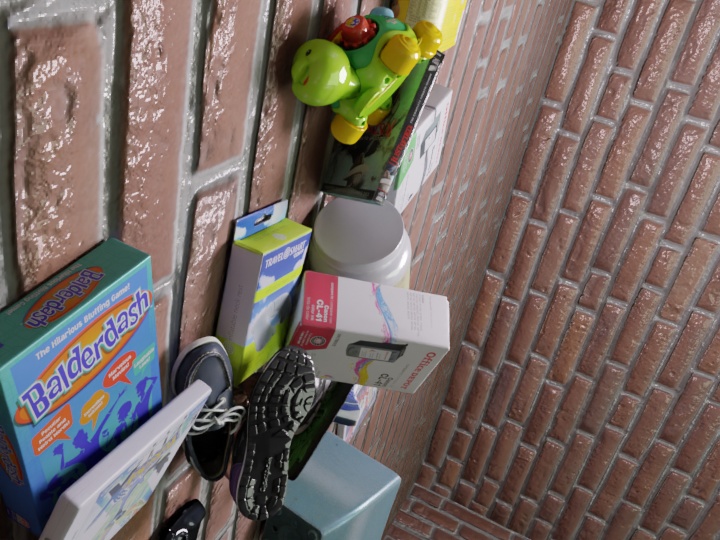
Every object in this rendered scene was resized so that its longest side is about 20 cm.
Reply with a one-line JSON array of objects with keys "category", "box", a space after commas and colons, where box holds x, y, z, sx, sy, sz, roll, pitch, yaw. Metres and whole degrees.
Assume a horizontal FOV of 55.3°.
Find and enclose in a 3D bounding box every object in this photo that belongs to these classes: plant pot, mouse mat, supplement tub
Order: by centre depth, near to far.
[{"category": "supplement tub", "box": [0.000, 0.000, 0.994, 0.145, 0.144, 0.200, -58, 162, -30]}, {"category": "mouse mat", "box": [-0.079, 0.248, 1.129, 0.200, 0.008, 0.161, -58, -164, -22]}, {"category": "plant pot", "box": [-0.075, 0.456, 1.286, 0.200, 0.196, 0.197, -20, 131, -56]}]

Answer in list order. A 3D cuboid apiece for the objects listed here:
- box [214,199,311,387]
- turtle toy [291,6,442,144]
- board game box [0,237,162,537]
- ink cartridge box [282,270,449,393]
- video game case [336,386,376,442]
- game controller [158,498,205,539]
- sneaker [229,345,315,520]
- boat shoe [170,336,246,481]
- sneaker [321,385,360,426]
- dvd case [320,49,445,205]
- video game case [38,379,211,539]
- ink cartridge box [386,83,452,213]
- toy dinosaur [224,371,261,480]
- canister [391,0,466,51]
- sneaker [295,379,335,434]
[{"category": "box", "box": [-0.119, 0.025, 0.824, 0.122, 0.047, 0.201, -37, 146, -61]}, {"category": "turtle toy", "box": [-0.003, -0.225, 0.766, 0.146, 0.101, 0.200, -47, 180, 38]}, {"category": "board game box", "box": [-0.229, 0.096, 0.558, 0.152, 0.045, 0.201, -50, 155, -47]}, {"category": "ink cartridge box", "box": [0.002, 0.086, 0.918, 0.148, 0.199, 0.086, 117, -19, -52]}, {"category": "video game case", "box": [-0.002, 0.298, 1.593, 0.182, 0.023, 0.201, -52, 158, -44]}, {"category": "game controller", "box": [-0.254, 0.403, 0.910, 0.104, 0.042, 0.201, -64, 172, -74]}, {"category": "sneaker", "box": [-0.118, 0.182, 0.817, 0.087, 0.075, 0.201, 9, -99, 62]}, {"category": "boat shoe", "box": [-0.172, 0.161, 0.772, 0.075, 0.062, 0.201, -12, 133, -32]}, {"category": "sneaker", "box": [-0.041, 0.216, 1.247, 0.199, 0.080, 0.116, 131, -24, -76]}, {"category": "dvd case", "box": [0.024, -0.184, 0.882, 0.022, 0.146, 0.201, 22, 90, -31]}, {"category": "video game case", "box": [-0.229, 0.211, 0.636, 0.183, 0.022, 0.200, -57, 175, 25]}, {"category": "ink cartridge box", "box": [0.061, -0.189, 1.056, 0.200, 0.084, 0.146, -53, 159, -43]}, {"category": "toy dinosaur", "box": [-0.149, 0.205, 0.899, 0.201, 0.086, 0.136, -62, 163, -1]}, {"category": "canister", "box": [0.104, -0.403, 0.920, 0.149, 0.086, 0.201, -44, 153, -54]}, {"category": "sneaker", "box": [-0.074, 0.167, 1.114, 0.201, 0.066, 0.091, -60, 164, -20]}]
